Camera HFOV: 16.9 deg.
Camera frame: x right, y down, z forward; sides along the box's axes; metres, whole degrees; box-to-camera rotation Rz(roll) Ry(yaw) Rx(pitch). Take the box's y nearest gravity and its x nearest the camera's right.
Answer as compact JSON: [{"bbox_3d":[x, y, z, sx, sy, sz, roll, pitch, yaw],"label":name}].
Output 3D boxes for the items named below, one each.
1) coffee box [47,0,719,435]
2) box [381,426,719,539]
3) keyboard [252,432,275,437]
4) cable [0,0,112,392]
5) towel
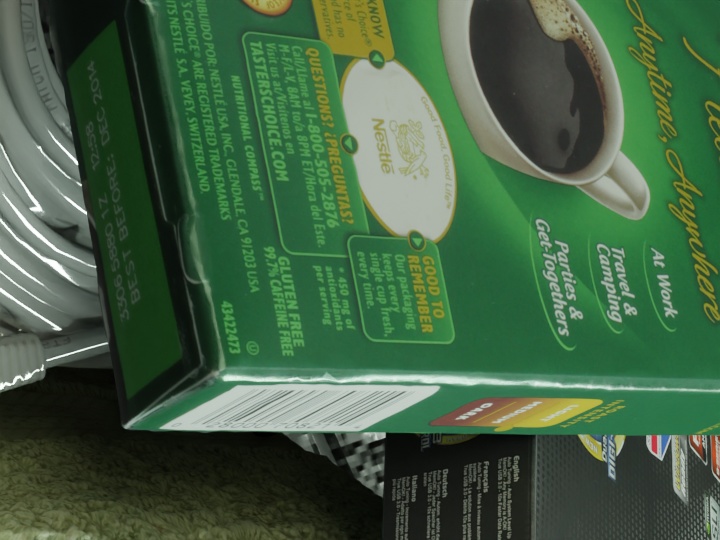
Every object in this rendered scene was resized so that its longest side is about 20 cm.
[{"bbox_3d":[0.027,-0.022,0.578,0.199,0.044,0.123,2,67,-37],"label":"coffee box"},{"bbox_3d":[0.058,0.096,0.647,0.160,0.044,0.201,48,37,-50],"label":"box"},{"bbox_3d":[0.000,0.000,0.746,0.200,0.040,0.104,5,51,-47],"label":"keyboard"},{"bbox_3d":[-0.055,-0.073,0.615,0.199,0.069,0.201,-4,108,-39],"label":"cable"},{"bbox_3d":[-0.077,0.055,0.658,0.200,0.148,0.037,9,105,-47],"label":"towel"}]
